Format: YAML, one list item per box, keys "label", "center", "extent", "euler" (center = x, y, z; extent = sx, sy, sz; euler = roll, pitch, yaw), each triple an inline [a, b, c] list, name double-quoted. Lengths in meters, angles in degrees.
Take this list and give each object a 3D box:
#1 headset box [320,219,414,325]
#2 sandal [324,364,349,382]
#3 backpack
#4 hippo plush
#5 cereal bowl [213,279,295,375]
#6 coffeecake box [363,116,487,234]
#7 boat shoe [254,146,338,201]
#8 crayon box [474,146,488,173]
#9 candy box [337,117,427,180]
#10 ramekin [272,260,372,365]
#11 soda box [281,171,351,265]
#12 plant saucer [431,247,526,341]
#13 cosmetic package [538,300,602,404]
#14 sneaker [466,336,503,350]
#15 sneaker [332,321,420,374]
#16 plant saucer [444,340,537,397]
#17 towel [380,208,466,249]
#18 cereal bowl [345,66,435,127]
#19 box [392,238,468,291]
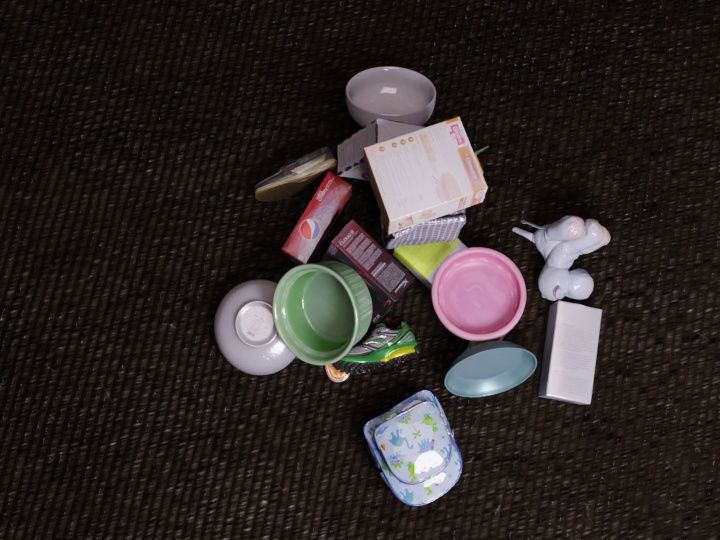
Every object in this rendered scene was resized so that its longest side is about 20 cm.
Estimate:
- label: "headset box"
  center: [0.000, 0.000, 1.711]
  extent: [0.200, 0.149, 0.075]
  euler: [44, 62, 4]
- label: "sandal"
  center: [-0.052, 0.129, 1.737]
  extent: [0.077, 0.059, 0.212]
  euler: [-9, 81, -5]
- label: "backpack"
  center: [0.112, 0.367, 1.665]
  extent: [0.180, 0.147, 0.203]
  euler: [-27, 86, -5]
- label: "hippo plush"
  center: [0.435, -0.020, 1.742]
  extent: [0.194, 0.159, 0.165]
  euler: [5, 80, -3]
- label: "cereal bowl"
  center: [-0.213, 0.116, 1.718]
  extent: [0.194, 0.083, 0.206]
  euler: [1, 80, -5]
- label: "coffeecake box"
  center: [0.121, -0.180, 1.548]
  extent: [0.195, 0.073, 0.157]
  euler: [-18, 74, -5]
- label: "boat shoe"
  center: [-0.145, -0.211, 1.787]
  extent: [0.196, 0.073, 0.066]
  euler: [-21, 71, -10]
- label: "crayon box"
  center: [0.184, -0.197, 1.769]
  extent: [0.196, 0.126, 0.053]
  euler: [-25, 91, -7]
- label: "candy box"
  center: [0.063, -0.244, 1.712]
  extent: [0.164, 0.199, 0.074]
  euler: [5, 80, -25]
- label: "ramekin"
  center: [-0.071, 0.078, 1.642]
  extent: [0.195, 0.097, 0.206]
  euler: [6, 104, 27]
- label: "soda box"
  center: [-0.093, -0.107, 1.767]
  extent: [0.062, 0.070, 0.203]
  euler: [29, 80, 4]
- label: "plant saucer"
  center: [0.245, 0.054, 1.705]
  extent: [0.195, 0.051, 0.206]
  euler: [-2, 67, 4]
- label: "cosmetic package"
  center: [0.449, 0.177, 1.754]
  extent: [0.099, 0.071, 0.205]
  euler: [11, 80, -1]
- label: "sneaker"
  center: [0.292, 0.108, 1.752]
  extent: [0.075, 0.081, 0.204]
  euler: [23, 79, 2]
- label: "sneaker"
  center: [0.025, 0.164, 1.729]
  extent: [0.195, 0.078, 0.087]
  euler: [-11, 70, -23]
- label: "plant saucer"
  center: [0.266, 0.198, 1.691]
  extent: [0.194, 0.202, 0.037]
  euler: [-7, 55, -5]
- label: "towel"
  center: [0.125, -0.099, 1.668]
  extent: [0.161, 0.200, 0.088]
  euler: [-5, 82, -3]
- label: "cereal bowl"
  center: [0.064, -0.358, 1.781]
  extent: [0.194, 0.085, 0.203]
  euler: [2, 44, -2]
- label: "box"
  center: [0.180, -0.016, 1.781]
  extent: [0.200, 0.048, 0.122]
  euler: [44, 81, 5]
